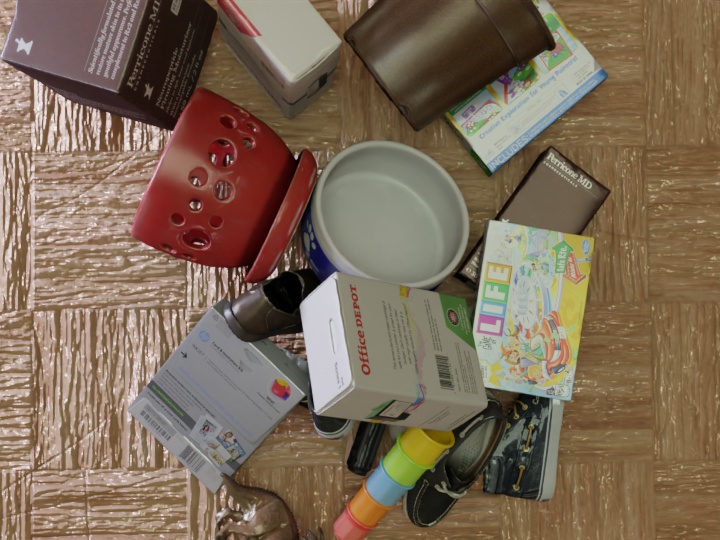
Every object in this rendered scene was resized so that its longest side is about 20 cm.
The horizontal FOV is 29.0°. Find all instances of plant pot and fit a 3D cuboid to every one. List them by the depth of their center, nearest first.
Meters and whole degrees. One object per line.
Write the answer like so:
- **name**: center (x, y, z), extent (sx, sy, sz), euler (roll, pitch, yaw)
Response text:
- **plant pot**: center (0.097, -0.287, 1.679), extent (0.198, 0.200, 0.201), euler (-37, 88, 4)
- **plant pot**: center (-0.160, -0.096, 1.697), extent (0.181, 0.200, 0.202), euler (24, 86, -8)

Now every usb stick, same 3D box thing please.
- **usb stick**: center (0.028, 0.159, 1.751), extent (0.032, 0.055, 0.202), euler (20, 86, -11)

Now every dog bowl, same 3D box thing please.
- **dog bowl**: center (0.029, -0.054, 1.712), extent (0.198, 0.079, 0.202), euler (8, 63, -16)

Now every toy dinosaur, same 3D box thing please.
- **toy dinosaur**: center (-0.103, 0.331, 1.725), extent (0.134, 0.086, 0.202), euler (-23, 83, -2)

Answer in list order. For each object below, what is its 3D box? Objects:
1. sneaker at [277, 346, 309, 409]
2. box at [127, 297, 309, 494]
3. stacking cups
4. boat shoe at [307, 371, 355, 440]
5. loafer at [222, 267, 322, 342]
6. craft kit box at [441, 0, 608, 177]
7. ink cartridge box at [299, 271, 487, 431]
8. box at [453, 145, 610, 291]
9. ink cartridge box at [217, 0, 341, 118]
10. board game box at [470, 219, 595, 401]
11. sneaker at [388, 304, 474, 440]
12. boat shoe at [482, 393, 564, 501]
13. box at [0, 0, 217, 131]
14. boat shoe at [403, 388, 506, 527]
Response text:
- **sneaker**: center (-0.072, 0.143, 1.743), extent (0.198, 0.091, 0.067), euler (2, 57, 21)
- **box**: center (-0.173, 0.155, 1.707), extent (0.156, 0.041, 0.200), euler (42, 118, 2)
- **stacking cups**: center (0.038, 0.263, 1.706), extent (0.060, 0.061, 0.201), euler (35, 114, 1)
- **boat shoe**: center (-0.029, 0.103, 1.660), extent (0.068, 0.057, 0.202), euler (-8, 53, 14)
- **loafer**: center (-0.084, 0.037, 1.690), extent (0.071, 0.200, 0.073), euler (-37, 85, 29)
- **craft kit box**: center (0.179, -0.259, 1.786), extent (0.199, 0.049, 0.198), euler (-39, 91, -3)
- **ink cartridge box**: center (0.037, 0.097, 1.618), extent (0.198, 0.084, 0.146), euler (11, 55, -35)
- **box**: center (0.216, -0.046, 1.759), extent (0.100, 0.075, 0.201), euler (36, 85, 1)
- **ink cartridge box**: center (-0.101, -0.282, 1.702), extent (0.085, 0.200, 0.146), euler (-39, 88, -9)
- **board game box**: center (0.204, 0.049, 1.699), extent (0.133, 0.034, 0.202), euler (9, 86, -2)
- **sneaker**: center (0.098, 0.119, 1.752), extent (0.199, 0.074, 0.116), euler (-33, 84, -11)
- **boat shoe**: center (0.202, 0.186, 1.743), extent (0.090, 0.071, 0.203), euler (4, 88, -5)
- **box**: center (-0.298, -0.284, 1.684), extent (0.163, 0.200, 0.168), euler (17, 87, 15)
- **boat shoe**: center (0.118, 0.242, 1.716), extent (0.073, 0.060, 0.201), euler (22, 108, -29)
